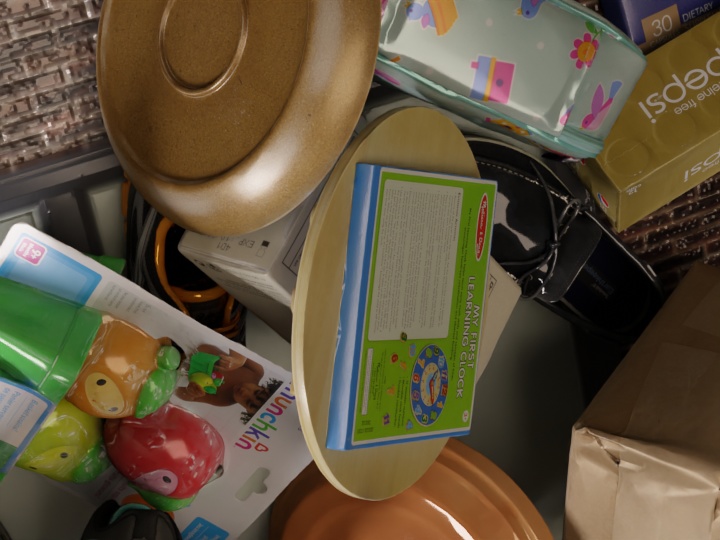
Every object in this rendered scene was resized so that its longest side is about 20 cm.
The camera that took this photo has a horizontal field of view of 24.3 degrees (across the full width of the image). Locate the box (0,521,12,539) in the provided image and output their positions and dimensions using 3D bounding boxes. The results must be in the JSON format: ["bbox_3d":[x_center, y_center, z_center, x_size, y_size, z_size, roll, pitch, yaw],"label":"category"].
[{"bbox_3d":[-0.186,0.179,0.866,0.038,0.200,0.137,-30,99,-11],"label":"box"}]

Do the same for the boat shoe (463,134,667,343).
[{"bbox_3d":[0.114,-0.017,1.016,0.200,0.062,0.075,36,93,-25],"label":"boat shoe"}]

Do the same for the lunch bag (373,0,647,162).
[{"bbox_3d":[0.046,-0.126,0.905,0.199,0.160,0.077,23,92,-20],"label":"lunch bag"}]

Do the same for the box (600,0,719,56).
[{"bbox_3d":[0.182,-0.237,0.992,0.121,0.032,0.201,-26,113,-12],"label":"box"}]

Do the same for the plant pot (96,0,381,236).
[{"bbox_3d":[-0.072,-0.118,0.838,0.027,0.200,0.201,6,106,-48],"label":"plant pot"}]

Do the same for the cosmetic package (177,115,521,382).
[{"bbox_3d":[0.000,0.000,0.924,0.200,0.071,0.105,46,67,-46],"label":"cosmetic package"}]

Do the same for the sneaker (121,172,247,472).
[{"bbox_3d":[-0.096,0.027,0.939,0.078,0.077,0.201,-13,112,-19],"label":"sneaker"}]

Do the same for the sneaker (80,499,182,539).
[{"bbox_3d":[-0.118,0.165,0.898,0.075,0.200,0.080,9,82,-10],"label":"sneaker"}]

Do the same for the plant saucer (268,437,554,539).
[{"bbox_3d":[0.026,0.188,0.981,0.037,0.199,0.201,-28,122,-54],"label":"plant saucer"}]

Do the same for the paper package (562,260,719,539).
[{"bbox_3d":[0.203,0.124,0.999,0.200,0.103,0.191,-45,144,-46],"label":"paper package"}]

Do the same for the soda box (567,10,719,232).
[{"bbox_3d":[0.219,-0.109,1.005,0.200,0.068,0.064,-32,158,-5],"label":"soda box"}]

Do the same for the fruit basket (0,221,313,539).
[{"bbox_3d":[-0.130,0.079,0.889,0.200,0.094,0.185,34,134,-9],"label":"fruit basket"}]

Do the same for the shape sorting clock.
[{"bbox_3d":[0.018,0.017,0.853,0.200,0.039,0.201,-17,110,-54],"label":"shape sorting clock"}]
